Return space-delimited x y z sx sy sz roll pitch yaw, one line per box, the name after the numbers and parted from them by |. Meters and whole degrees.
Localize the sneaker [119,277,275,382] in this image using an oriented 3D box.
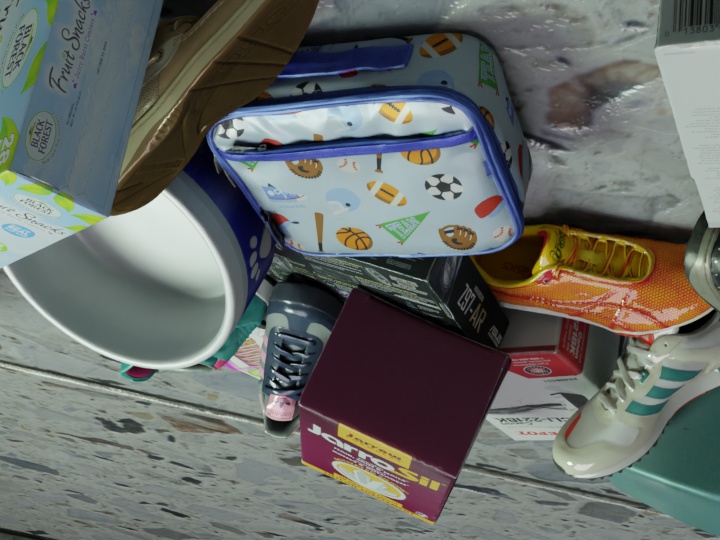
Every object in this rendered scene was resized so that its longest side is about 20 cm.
-0.180 0.028 0.993 0.199 0.122 0.084 23 165 13 | sneaker

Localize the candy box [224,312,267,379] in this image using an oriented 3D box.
-0.077 0.058 1.127 0.199 0.062 0.136 22 154 -23 | candy box

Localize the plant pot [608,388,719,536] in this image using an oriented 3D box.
0.329 0.162 1.092 0.198 0.142 0.142 9 157 24 | plant pot

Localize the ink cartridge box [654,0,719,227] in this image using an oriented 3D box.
0.235 -0.090 0.670 0.108 0.051 0.200 0 155 24 | ink cartridge box

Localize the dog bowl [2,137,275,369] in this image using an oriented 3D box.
-0.163 -0.028 0.857 0.198 0.079 0.201 15 133 16 | dog bowl

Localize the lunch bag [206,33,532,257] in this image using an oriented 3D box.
0.003 -0.077 0.763 0.198 0.076 0.161 -2 144 25 | lunch bag

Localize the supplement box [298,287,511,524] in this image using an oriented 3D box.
0.029 0.113 0.941 0.130 0.104 0.200 24 160 8 | supplement box

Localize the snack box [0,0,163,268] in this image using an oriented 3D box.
-0.204 -0.094 0.710 0.067 0.170 0.199 27 151 -35 | snack box

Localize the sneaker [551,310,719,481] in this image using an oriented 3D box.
0.218 0.073 0.922 0.094 0.199 0.070 54 180 -32 | sneaker

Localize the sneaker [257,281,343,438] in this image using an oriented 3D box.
-0.052 0.079 0.991 0.070 0.083 0.200 16 154 6 | sneaker

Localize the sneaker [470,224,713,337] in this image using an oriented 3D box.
0.167 0.003 0.877 0.198 0.074 0.077 2 159 20 | sneaker

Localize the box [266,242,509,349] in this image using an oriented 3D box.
0.000 0.000 0.920 0.199 0.044 0.160 17 161 30 | box

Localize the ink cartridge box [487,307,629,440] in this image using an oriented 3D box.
0.154 0.076 1.033 0.143 0.084 0.200 -6 151 36 | ink cartridge box

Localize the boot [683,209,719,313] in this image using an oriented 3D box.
0.322 0.027 0.799 0.153 0.074 0.203 17 170 45 | boot

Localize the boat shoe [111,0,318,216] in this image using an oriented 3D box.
-0.105 -0.116 0.699 0.200 0.065 0.071 -42 164 25 | boat shoe
